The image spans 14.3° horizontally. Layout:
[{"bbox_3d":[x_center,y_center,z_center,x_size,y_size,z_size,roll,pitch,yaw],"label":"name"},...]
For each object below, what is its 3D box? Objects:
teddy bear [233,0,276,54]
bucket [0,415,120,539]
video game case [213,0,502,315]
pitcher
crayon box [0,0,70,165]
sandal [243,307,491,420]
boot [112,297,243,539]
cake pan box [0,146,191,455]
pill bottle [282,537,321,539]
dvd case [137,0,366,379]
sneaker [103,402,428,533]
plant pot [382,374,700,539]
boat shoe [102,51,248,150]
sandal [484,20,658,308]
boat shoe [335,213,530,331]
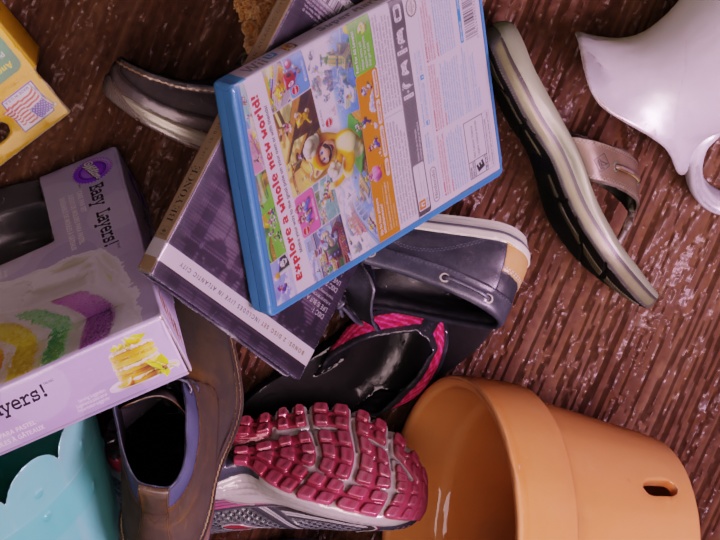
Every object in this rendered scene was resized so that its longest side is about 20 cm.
[{"bbox_3d":[-0.055,-0.208,1.612,0.067,0.145,0.200,9,154,31],"label":"teddy bear"},{"bbox_3d":[-0.237,0.140,1.690,0.206,0.207,0.135,-15,122,1],"label":"bucket"},{"bbox_3d":[0.003,-0.080,1.628,0.200,0.018,0.144,-32,126,-37],"label":"video game case"},{"bbox_3d":[0.252,-0.126,1.689,0.200,0.121,0.172,-30,129,17],"label":"pitcher"},{"bbox_3d":[-0.278,-0.138,1.671,0.126,0.052,0.200,-36,107,8],"label":"crayon box"},{"bbox_3d":[0.011,0.057,1.760,0.200,0.045,0.075,-39,106,9],"label":"sandal"},{"bbox_3d":[-0.106,0.072,1.677,0.074,0.201,0.097,2,151,-1],"label":"boot"},{"bbox_3d":[-0.201,0.025,1.657,0.184,0.200,0.052,-21,125,1],"label":"cake pan box"},{"bbox_3d":[-0.028,0.275,1.798,0.111,0.112,0.201,-17,109,2],"label":"pill bottle"},{"bbox_3d":[-0.035,-0.056,1.621,0.149,0.016,0.201,38,75,-48],"label":"dvd case"},{"bbox_3d":[-0.055,0.126,1.751,0.199,0.081,0.075,8,136,12],"label":"sneaker"},{"bbox_3d":[0.114,0.166,1.741,0.140,0.200,0.201,3,110,-23],"label":"plant pot"},{"bbox_3d":[-0.054,-0.099,1.697,0.199,0.074,0.074,16,97,-18],"label":"boat shoe"},{"bbox_3d":[0.135,-0.064,1.715,0.057,0.080,0.201,-29,109,-8],"label":"sandal"},{"bbox_3d":[0.000,0.000,1.708,0.199,0.075,0.062,5,68,8],"label":"boat shoe"}]
